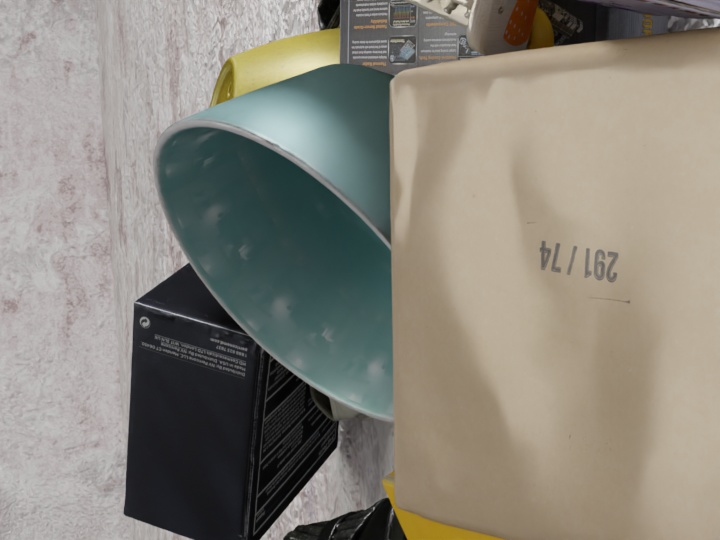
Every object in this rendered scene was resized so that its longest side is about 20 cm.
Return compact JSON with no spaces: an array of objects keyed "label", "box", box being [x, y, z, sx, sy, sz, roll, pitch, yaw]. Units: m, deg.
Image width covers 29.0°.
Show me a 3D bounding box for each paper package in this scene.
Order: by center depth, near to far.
[{"label":"paper package","box":[0.111,0.011,0.522,0.199,0.103,0.192,4,95,49]}]

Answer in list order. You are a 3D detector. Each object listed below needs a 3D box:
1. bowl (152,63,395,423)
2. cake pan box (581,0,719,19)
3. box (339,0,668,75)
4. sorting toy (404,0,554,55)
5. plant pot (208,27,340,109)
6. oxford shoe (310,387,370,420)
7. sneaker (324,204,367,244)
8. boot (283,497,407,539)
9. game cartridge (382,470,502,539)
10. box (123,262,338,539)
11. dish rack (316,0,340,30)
[{"label":"bowl","box":[0.000,-0.027,0.727,0.200,0.105,0.201,33,151,22]},{"label":"cake pan box","box":[0.126,-0.187,0.516,0.200,0.052,0.185,-71,-4,-80]},{"label":"box","box":[0.069,-0.137,0.735,0.199,0.048,0.160,8,100,49]},{"label":"sorting toy","box":[0.048,-0.210,0.650,0.200,0.106,0.181,34,110,41]},{"label":"plant pot","box":[-0.036,-0.091,1.007,0.200,0.141,0.202,-169,90,-73]},{"label":"oxford shoe","box":[0.007,0.073,1.047,0.200,0.057,0.076,135,134,-66]},{"label":"sneaker","box":[0.000,0.000,0.864,0.088,0.200,0.075,-45,-1,37]},{"label":"boot","box":[-0.009,0.242,0.925,0.157,0.079,0.212,-31,24,39]},{"label":"game cartridge","box":[0.087,0.193,0.742,0.177,0.032,0.200,66,163,-6]},{"label":"box","box":[-0.099,0.093,1.165,0.200,0.122,0.200,-42,-38,-60]},{"label":"dish rack","box":[0.003,-0.300,1.079,0.153,0.054,0.202,134,133,-66]}]
